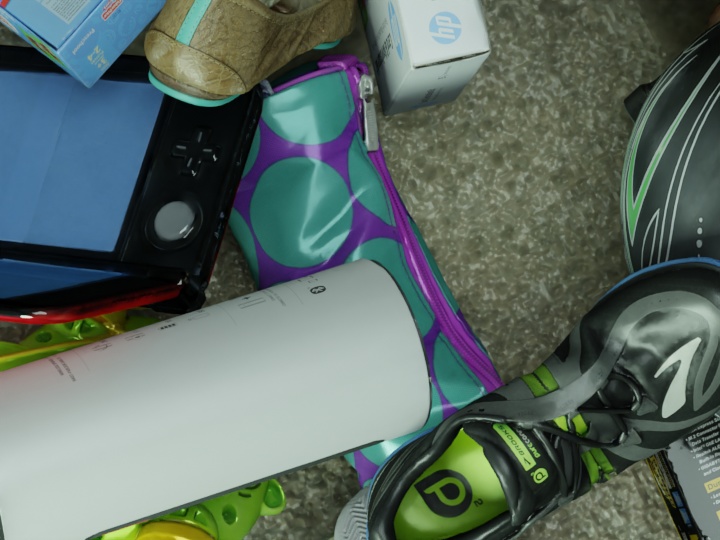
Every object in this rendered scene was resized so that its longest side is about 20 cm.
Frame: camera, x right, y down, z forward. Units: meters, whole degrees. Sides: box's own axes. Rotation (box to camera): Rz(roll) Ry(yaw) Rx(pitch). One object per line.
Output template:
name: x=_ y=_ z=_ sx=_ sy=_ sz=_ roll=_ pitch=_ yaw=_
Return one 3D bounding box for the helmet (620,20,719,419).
helmet: x=0.207 y=-0.022 z=1.270 sx=0.190 sy=0.200 sz=0.200 roll=-35 pitch=89 yaw=7

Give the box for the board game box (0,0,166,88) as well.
board game box: x=-0.140 y=-0.190 z=1.317 sx=0.151 sy=0.037 sz=0.200 roll=-48 pitch=55 yaw=-7

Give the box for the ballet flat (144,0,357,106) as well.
ballet flat: x=-0.040 y=-0.131 z=1.293 sx=0.068 sy=0.200 sz=0.073 roll=25 pitch=113 yaw=12

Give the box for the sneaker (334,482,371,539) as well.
sneaker: x=0.066 y=0.182 z=1.297 sx=0.078 sy=0.112 sz=0.200 roll=-40 pitch=66 yaw=-4

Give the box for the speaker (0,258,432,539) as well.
speaker: x=-0.075 y=0.059 z=1.232 sx=0.199 sy=0.081 sz=0.082 roll=-17 pitch=87 yaw=-20

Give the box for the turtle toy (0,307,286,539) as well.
turtle toy: x=-0.129 y=0.078 z=1.315 sx=0.199 sy=0.101 sz=0.146 roll=19 pitch=61 yaw=-1

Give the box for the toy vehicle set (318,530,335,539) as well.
toy vehicle set: x=-0.002 y=0.185 z=1.316 sx=0.199 sy=0.026 sz=0.125 roll=-26 pitch=89 yaw=-31

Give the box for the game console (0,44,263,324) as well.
game console: x=-0.168 y=-0.042 z=1.262 sx=0.199 sy=0.119 sz=0.173 roll=7 pitch=68 yaw=25

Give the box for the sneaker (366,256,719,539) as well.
sneaker: x=0.084 y=0.068 z=1.207 sx=0.199 sy=0.083 sz=0.071 roll=-35 pitch=97 yaw=18

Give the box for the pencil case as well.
pencil case: x=0.000 y=0.000 z=1.342 sx=0.092 sy=0.085 sz=0.201 roll=-26 pitch=89 yaw=29

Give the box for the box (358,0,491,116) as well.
box: x=0.012 y=-0.180 z=1.324 sx=0.041 sy=0.156 sz=0.201 roll=-14 pitch=87 yaw=-5

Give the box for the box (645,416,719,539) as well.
box: x=0.237 y=0.069 z=1.377 sx=0.199 sy=0.049 sz=0.160 roll=-24 pitch=85 yaw=-6

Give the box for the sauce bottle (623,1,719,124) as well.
sauce bottle: x=0.212 y=-0.127 z=1.362 sx=0.200 sy=0.066 sz=0.066 roll=-37 pitch=89 yaw=15
